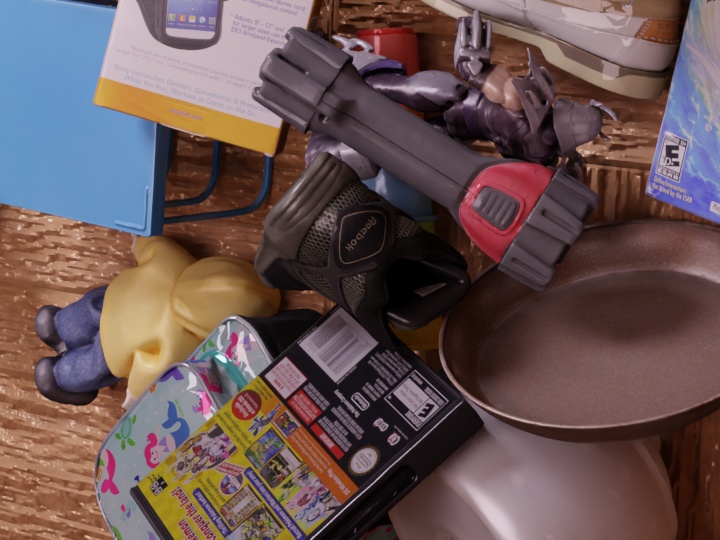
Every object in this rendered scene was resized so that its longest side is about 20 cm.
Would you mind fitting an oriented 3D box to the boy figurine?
[{"bbox_3d":[-0.139,0.028,1.745,0.200,0.064,0.125,-22,62,37],"label":"boy figurine"}]

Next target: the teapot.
[{"bbox_3d":[0.117,0.136,1.496,0.197,0.146,0.201,26,143,56],"label":"teapot"}]

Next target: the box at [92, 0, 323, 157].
[{"bbox_3d":[-0.080,-0.181,1.565,0.119,0.041,0.201,17,97,6],"label":"box"}]

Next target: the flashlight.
[{"bbox_3d":[0.036,-0.067,1.458,0.200,0.068,0.068,32,144,4],"label":"flashlight"}]

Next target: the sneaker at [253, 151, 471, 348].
[{"bbox_3d":[0.000,0.000,1.507,0.114,0.199,0.076,42,79,3],"label":"sneaker"}]

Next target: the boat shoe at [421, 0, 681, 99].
[{"bbox_3d":[0.102,-0.170,1.516,0.200,0.075,0.069,27,111,24],"label":"boat shoe"}]

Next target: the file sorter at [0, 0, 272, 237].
[{"bbox_3d":[-0.166,-0.111,1.713,0.199,0.122,0.139,12,103,38],"label":"file sorter"}]

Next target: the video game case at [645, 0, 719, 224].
[{"bbox_3d":[0.263,-0.097,1.402,0.200,0.045,0.182,24,109,36],"label":"video game case"}]

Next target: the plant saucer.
[{"bbox_3d":[0.144,0.037,1.438,0.200,0.200,0.032,16,133,38],"label":"plant saucer"}]

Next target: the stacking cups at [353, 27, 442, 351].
[{"bbox_3d":[0.022,-0.050,1.602,0.060,0.060,0.201,0,95,40],"label":"stacking cups"}]

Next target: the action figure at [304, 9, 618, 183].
[{"bbox_3d":[0.058,-0.095,1.513,0.199,0.069,0.130,5,133,27],"label":"action figure"}]

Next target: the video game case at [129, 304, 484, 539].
[{"bbox_3d":[-0.036,0.109,1.480,0.181,0.026,0.200,-42,25,-3],"label":"video game case"}]

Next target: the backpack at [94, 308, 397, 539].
[{"bbox_3d":[-0.082,0.142,1.664,0.200,0.150,0.178,-45,69,40],"label":"backpack"}]
